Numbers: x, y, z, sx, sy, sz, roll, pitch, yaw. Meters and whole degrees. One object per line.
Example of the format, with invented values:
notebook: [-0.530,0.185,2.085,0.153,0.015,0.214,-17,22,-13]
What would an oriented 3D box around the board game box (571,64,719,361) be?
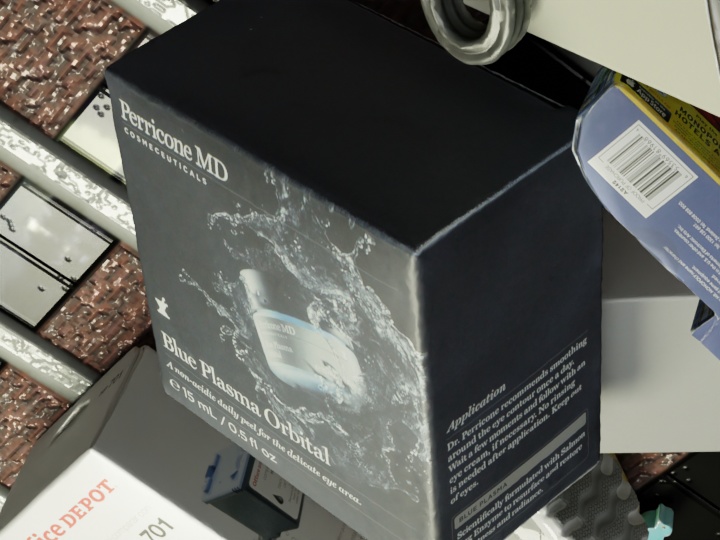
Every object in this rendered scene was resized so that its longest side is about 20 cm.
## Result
board game box: [0.176,-0.042,0.823,0.200,0.200,0.062,42,126,-10]

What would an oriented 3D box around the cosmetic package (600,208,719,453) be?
cosmetic package: [0.185,0.024,0.942,0.199,0.090,0.107,-6,129,13]

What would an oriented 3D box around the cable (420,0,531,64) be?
cable: [0.036,-0.172,0.703,0.097,0.050,0.201,-2,124,41]

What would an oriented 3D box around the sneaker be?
sneaker: [0.069,0.107,1.039,0.200,0.075,0.082,43,130,4]

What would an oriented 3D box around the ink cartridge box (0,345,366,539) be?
ink cartridge box: [-0.089,0.155,1.102,0.200,0.086,0.146,35,135,-14]

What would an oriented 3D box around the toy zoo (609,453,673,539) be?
toy zoo: [0.077,0.142,1.112,0.199,0.021,0.132,-4,129,16]

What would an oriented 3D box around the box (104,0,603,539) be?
box: [0.000,0.000,0.885,0.196,0.117,0.201,31,141,36]

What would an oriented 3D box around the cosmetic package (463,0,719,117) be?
cosmetic package: [0.112,-0.130,0.734,0.103,0.200,0.073,-28,119,-18]
